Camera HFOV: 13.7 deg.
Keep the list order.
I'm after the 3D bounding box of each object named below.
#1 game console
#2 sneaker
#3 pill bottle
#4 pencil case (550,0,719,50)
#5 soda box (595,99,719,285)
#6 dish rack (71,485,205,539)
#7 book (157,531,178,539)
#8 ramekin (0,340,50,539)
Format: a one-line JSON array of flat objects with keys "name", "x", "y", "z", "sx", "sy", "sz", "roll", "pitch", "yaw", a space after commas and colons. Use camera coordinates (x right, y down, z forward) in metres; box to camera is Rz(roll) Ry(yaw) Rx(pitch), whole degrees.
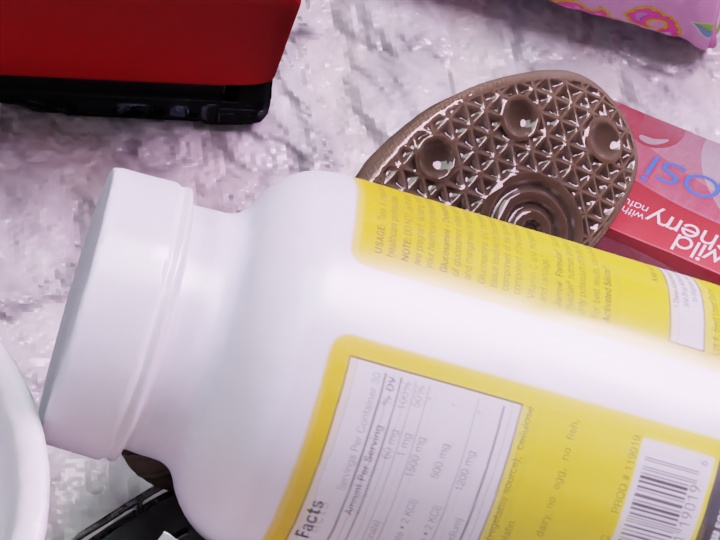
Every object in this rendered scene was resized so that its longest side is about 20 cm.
[{"name": "game console", "x": -0.127, "y": -0.119, "z": 1.076, "sx": 0.199, "sy": 0.119, "sz": 0.173, "roll": 3, "pitch": 46, "yaw": -7}, {"name": "sneaker", "x": 0.000, "y": 0.000, "z": 0.968, "sx": 0.200, "sy": 0.076, "sz": 0.071, "roll": -36, "pitch": 101, "yaw": -26}, {"name": "pill bottle", "x": 0.014, "y": 0.036, "z": 0.856, "sx": 0.200, "sy": 0.112, "sz": 0.112, "roll": 16, "pitch": 44, "yaw": -8}, {"name": "pencil case", "x": 0.055, "y": -0.149, "z": 1.164, "sx": 0.200, "sy": 0.088, "sz": 0.088, "roll": 15, "pitch": 45, "yaw": 6}, {"name": "soda box", "x": 0.139, "y": 0.012, "z": 1.026, "sx": 0.200, "sy": 0.070, "sz": 0.063, "roll": 24, "pitch": 46, "yaw": 15}, {"name": "dish rack", "x": 0.002, "y": 0.121, "z": 0.908, "sx": 0.153, "sy": 0.055, "sz": 0.200, "roll": -26, "pitch": 55, "yaw": -31}, {"name": "book", "x": -0.060, "y": 0.181, "z": 0.786, "sx": 0.133, "sy": 0.048, "sz": 0.200, "roll": 30, "pitch": 58, "yaw": 21}, {"name": "ramekin", "x": -0.186, "y": 0.087, "z": 0.829, "sx": 0.200, "sy": 0.098, "sz": 0.201, "roll": 3, "pitch": 50, "yaw": -4}]
